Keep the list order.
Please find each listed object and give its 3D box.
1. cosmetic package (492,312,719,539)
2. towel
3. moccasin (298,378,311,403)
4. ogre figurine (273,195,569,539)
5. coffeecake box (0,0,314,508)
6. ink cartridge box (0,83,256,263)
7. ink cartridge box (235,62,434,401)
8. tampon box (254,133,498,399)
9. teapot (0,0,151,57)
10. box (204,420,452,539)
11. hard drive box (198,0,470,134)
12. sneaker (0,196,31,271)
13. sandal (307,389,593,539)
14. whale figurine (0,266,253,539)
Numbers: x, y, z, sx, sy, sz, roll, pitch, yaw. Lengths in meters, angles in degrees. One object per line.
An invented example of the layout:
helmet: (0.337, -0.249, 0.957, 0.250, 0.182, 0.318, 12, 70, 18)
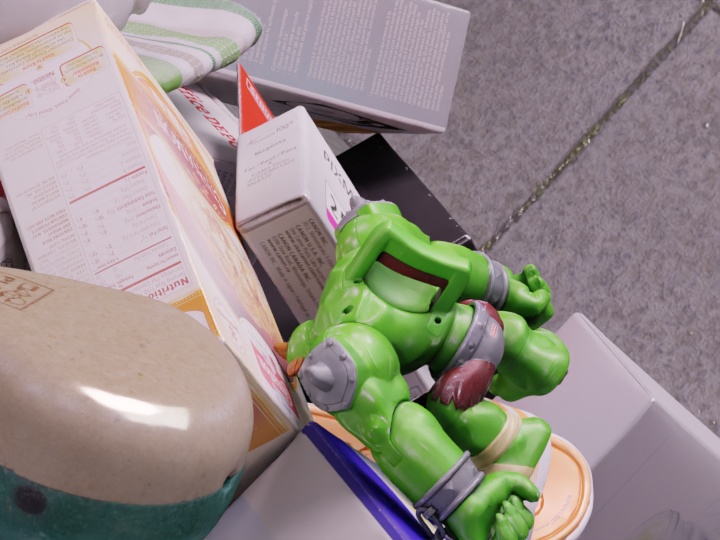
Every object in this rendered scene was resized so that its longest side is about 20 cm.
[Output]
cosmetic package: (0.132, 0.170, 1.530, 0.200, 0.199, 0.123, 40, 6, -26)
towel: (-0.142, -0.125, 1.443, 0.149, 0.031, 0.200, 10, 14, 10)
moccasin: (0.007, 0.115, 1.493, 0.080, 0.068, 0.200, 28, 31, -43)
ogre figurine: (0.032, 0.036, 1.256, 0.120, 0.098, 0.200, 36, 51, -15)
coffeecake box: (-0.095, 0.003, 1.278, 0.200, 0.073, 0.154, 67, 6, 33)
ink cartridge box: (-0.159, -0.065, 1.503, 0.199, 0.083, 0.147, 15, 18, -34)
ink cartridge box: (0.000, 0.000, 1.453, 0.200, 0.043, 0.174, 58, 15, -29)
tampon box: (0.018, 0.052, 1.679, 0.150, 0.126, 0.200, 51, -12, 55)
teapot: (-0.188, -0.186, 1.332, 0.197, 0.147, 0.200, 23, 23, 39)
box: (0.041, 0.190, 1.243, 0.200, 0.105, 0.184, 36, 8, -47)
hard drive box: (-0.061, -0.139, 1.653, 0.199, 0.077, 0.156, 14, -3, -23)
sneaker: (-0.154, 0.020, 1.280, 0.082, 0.075, 0.200, 43, 5, 11)
sandal: (0.032, 0.093, 1.347, 0.206, 0.059, 0.079, 9, 57, -26)
whale figurine: (-0.142, 0.056, 1.106, 0.199, 0.104, 0.159, 21, 23, 13)
